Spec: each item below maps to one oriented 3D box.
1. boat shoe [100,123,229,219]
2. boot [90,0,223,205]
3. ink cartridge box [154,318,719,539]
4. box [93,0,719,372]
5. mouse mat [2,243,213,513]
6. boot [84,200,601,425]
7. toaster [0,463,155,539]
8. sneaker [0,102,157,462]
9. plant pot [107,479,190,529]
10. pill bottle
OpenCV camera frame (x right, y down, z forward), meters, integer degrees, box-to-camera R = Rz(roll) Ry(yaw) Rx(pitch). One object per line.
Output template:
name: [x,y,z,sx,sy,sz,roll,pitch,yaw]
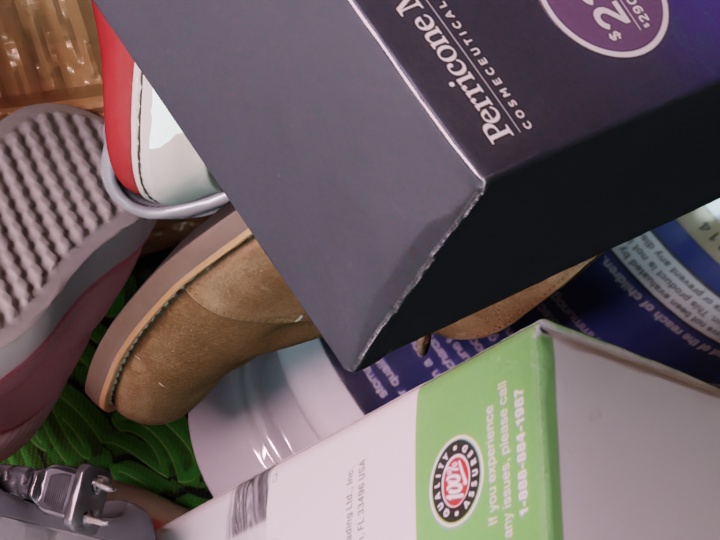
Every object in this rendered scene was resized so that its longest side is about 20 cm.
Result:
boat shoe: [0.008,-0.072,0.762,0.201,0.072,0.070,-32,111,26]
boot: [-0.089,-0.116,0.717,0.144,0.072,0.201,0,85,13]
ink cartridge box: [0.011,0.122,0.710,0.084,0.147,0.200,20,146,-34]
box: [0.007,-0.098,0.596,0.200,0.141,0.079,55,146,15]
mouse mat: [-0.059,0.089,0.918,0.161,0.008,0.200,-21,115,23]
boot: [0.000,0.000,0.708,0.076,0.074,0.200,48,131,-3]
toaster: [-0.136,0.119,0.738,0.200,0.130,0.113,-5,164,39]
sneaker: [-0.131,0.026,0.775,0.075,0.200,0.105,37,119,10]
plant pot: [-0.103,0.176,0.877,0.200,0.201,0.177,35,112,-11]
pill bottle: [0.045,0.008,0.782,0.111,0.111,0.200,42,120,-16]
